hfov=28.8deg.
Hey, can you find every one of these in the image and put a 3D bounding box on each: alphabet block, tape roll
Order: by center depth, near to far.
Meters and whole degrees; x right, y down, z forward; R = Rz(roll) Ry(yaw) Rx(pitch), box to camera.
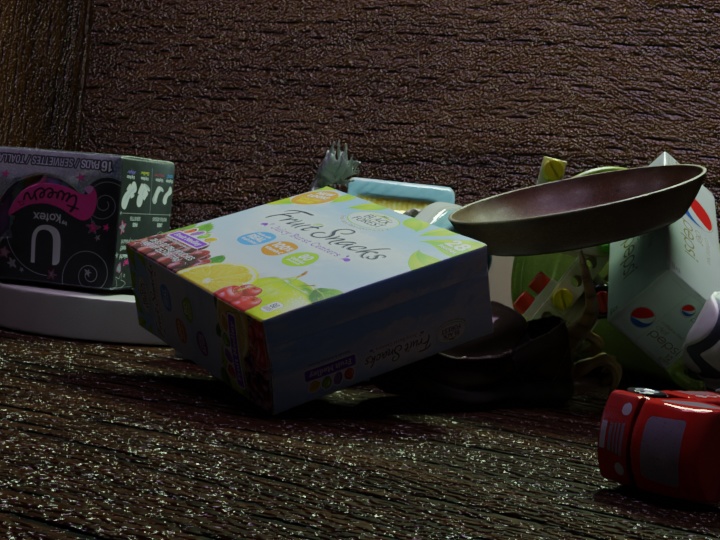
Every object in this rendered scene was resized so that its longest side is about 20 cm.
[{"bbox_3d":[-0.225,0.034,1.224,0.200,0.038,0.203,6,2,0],"label":"tape roll"},{"bbox_3d":[0.055,-0.056,2.462,0.193,0.199,0.200,7,2,-3],"label":"alphabet block"}]

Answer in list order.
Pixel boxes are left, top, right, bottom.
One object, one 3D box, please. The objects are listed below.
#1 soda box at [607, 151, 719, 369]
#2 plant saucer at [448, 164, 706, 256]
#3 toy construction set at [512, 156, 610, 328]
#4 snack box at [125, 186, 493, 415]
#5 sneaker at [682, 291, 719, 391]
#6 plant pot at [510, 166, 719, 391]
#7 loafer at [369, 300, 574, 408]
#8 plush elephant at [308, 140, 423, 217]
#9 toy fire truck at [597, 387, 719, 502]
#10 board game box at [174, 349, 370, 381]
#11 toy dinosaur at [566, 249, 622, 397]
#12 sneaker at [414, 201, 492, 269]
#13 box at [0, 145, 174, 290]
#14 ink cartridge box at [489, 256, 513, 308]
[{"bbox_3d":[0.245,-0.013,1.126,0.063,0.068,0.201,38,30,-13],"label":"soda box"},{"bbox_3d":[0.166,-0.045,1.070,0.198,0.035,0.200,-11,9,2],"label":"plant saucer"},{"bbox_3d":[0.151,0.014,1.220,0.131,0.201,0.092,40,12,2],"label":"toy construction set"},{"bbox_3d":[-0.037,0.011,0.921,0.167,0.069,0.199,-17,24,-28],"label":"snack box"},{"bbox_3d":[0.322,0.085,1.021,0.129,0.080,0.199,30,-7,32],"label":"sneaker"},{"bbox_3d":[0.272,0.022,1.299,0.198,0.203,0.190,5,13,-28],"label":"plant pot"},{"bbox_3d":[0.080,0.056,0.994,0.072,0.072,0.199,8,2,41],"label":"loafer"},{"bbox_3d":[0.000,0.000,1.327,0.154,0.202,0.165,27,-15,-10],"label":"plush elephant"},{"bbox_3d":[0.233,0.094,0.694,0.198,0.049,0.140,5,3,-34],"label":"toy fire truck"},{"bbox_3d":[-0.028,0.046,1.108,0.146,0.065,0.199,8,2,34],"label":"board game box"},{"bbox_3d":[0.157,0.060,1.094,0.105,0.061,0.200,10,-30,-28],"label":"toy dinosaur"},{"bbox_3d":[0.075,-0.008,1.147,0.081,0.075,0.200,12,17,22],"label":"sneaker"},{"bbox_3d":[-0.279,-0.048,1.223,0.197,0.116,0.132,5,3,13],"label":"box"},{"bbox_3d":[0.080,0.010,1.585,0.128,0.127,0.199,5,2,-42],"label":"ink cartridge box"}]
